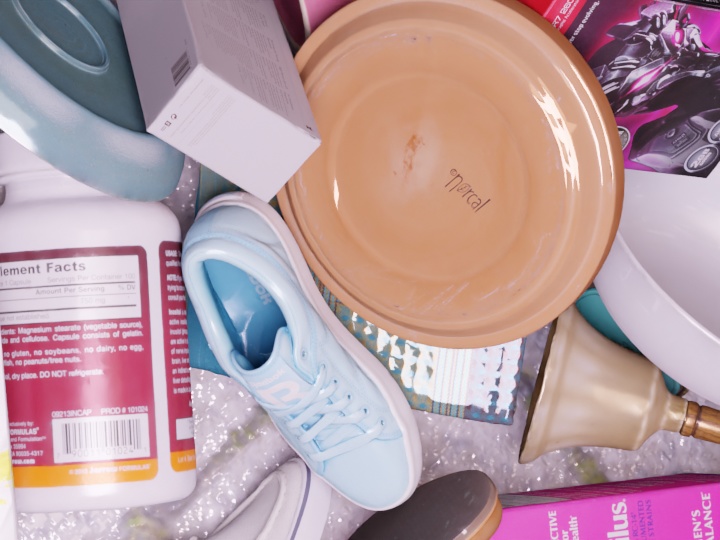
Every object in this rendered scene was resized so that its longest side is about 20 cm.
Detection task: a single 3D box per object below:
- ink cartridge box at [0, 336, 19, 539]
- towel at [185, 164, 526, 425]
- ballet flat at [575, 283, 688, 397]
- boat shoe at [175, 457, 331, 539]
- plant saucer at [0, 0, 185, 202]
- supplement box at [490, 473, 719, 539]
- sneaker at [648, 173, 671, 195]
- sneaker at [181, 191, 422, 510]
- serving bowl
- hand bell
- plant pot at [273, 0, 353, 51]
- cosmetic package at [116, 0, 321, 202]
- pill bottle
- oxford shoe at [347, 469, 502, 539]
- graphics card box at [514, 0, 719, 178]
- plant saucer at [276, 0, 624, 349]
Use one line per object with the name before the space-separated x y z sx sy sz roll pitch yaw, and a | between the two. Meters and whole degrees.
ink cartridge box | -0.231 0.115 1.118 0.083 0.145 0.201 -4 88 -22
towel | 0.000 0.000 1.229 0.199 0.022 0.148 10 97 6
ballet flat | 0.141 -0.007 1.335 0.071 0.071 0.200 -46 104 -19
boat shoe | -0.090 0.184 1.219 0.070 0.071 0.201 35 81 -20
plant saucer | -0.160 -0.118 1.114 0.200 0.200 0.027 40 110 -16
supplement box | 0.140 0.181 1.298 0.199 0.103 0.102 -5 88 -22
sneaker | 0.154 -0.084 1.337 0.199 0.076 0.093 -7 94 -22
sneaker | -0.040 0.058 1.182 0.200 0.074 0.082 55 25 -10
serving bowl | 0.208 0.015 1.272 0.199 0.066 0.201 24 35 -18
hand bell | 0.201 0.089 1.286 0.199 0.104 0.105 15 80 4
plant pot | 0.030 -0.210 1.236 0.178 0.200 0.201 -20 95 -8
cosmetic package | -0.083 -0.124 1.168 0.082 0.200 0.051 29 114 -29
pill bottle | -0.149 0.026 1.176 0.112 0.113 0.201 -2 87 -23
oxford shoe | 0.017 0.189 1.230 0.071 0.071 0.200 35 113 -22
graphics card box | 0.146 -0.117 1.210 0.199 0.126 0.051 4 45 -37
plant saucer | 0.041 -0.052 1.156 0.201 0.200 0.032 64 31 -7
